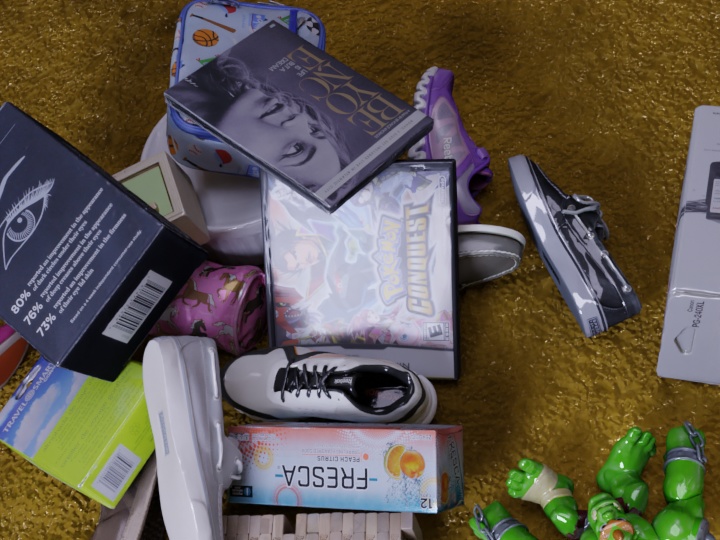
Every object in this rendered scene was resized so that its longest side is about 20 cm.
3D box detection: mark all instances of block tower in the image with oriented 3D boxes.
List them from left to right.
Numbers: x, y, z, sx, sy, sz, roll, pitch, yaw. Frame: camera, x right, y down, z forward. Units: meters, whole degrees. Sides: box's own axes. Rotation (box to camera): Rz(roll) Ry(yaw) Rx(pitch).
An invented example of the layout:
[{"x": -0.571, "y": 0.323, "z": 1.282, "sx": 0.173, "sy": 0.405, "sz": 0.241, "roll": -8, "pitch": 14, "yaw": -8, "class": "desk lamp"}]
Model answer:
[{"x": -0.050, "y": 0.239, "z": 0.980, "sx": 0.198, "sy": 0.054, "sz": 0.058, "roll": -5, "pitch": 56, "yaw": 10, "class": "block tower"}]

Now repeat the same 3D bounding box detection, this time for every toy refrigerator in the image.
[{"x": -0.251, "y": -0.030, "z": 1.099, "sx": 0.199, "sy": 0.070, "sz": 0.076, "roll": -24, "pitch": 64, "yaw": 6, "class": "toy refrigerator"}]

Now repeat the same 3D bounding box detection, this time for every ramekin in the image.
[{"x": -0.118, "y": -0.095, "z": 1.198, "sx": 0.201, "sy": 0.094, "sz": 0.204, "roll": -6, "pitch": 56, "yaw": 8, "class": "ramekin"}]

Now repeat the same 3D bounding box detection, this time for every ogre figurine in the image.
[{"x": 0.198, "y": 0.200, "z": 0.931, "sx": 0.198, "sy": 0.099, "sz": 0.120, "roll": -7, "pitch": 35, "yaw": -10, "class": "ogre figurine"}]

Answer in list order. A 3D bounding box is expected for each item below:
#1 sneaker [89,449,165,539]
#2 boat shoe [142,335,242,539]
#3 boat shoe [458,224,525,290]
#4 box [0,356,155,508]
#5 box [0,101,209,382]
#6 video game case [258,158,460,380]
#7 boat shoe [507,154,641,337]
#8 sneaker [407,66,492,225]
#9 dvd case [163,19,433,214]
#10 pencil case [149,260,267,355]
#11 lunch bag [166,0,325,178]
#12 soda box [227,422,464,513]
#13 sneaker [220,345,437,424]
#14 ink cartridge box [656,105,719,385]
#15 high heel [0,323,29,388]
[{"x": -0.203, "y": 0.176, "z": 1.047, "sx": 0.075, "sy": 0.071, "sz": 0.201, "roll": 5, "pitch": 57, "yaw": 17, "class": "sneaker"}, {"x": -0.132, "y": 0.152, "z": 0.966, "sx": 0.068, "sy": 0.072, "sz": 0.201, "roll": -5, "pitch": 73, "yaw": -30, "class": "boat shoe"}, {"x": 0.059, "y": 0.005, "z": 1.105, "sx": 0.200, "sy": 0.072, "sz": 0.061, "roll": -10, "pitch": 53, "yaw": 14, "class": "boat shoe"}, {"x": -0.251, "y": 0.131, "z": 1.060, "sx": 0.199, "sy": 0.048, "sz": 0.122, "roll": 11, "pitch": 62, "yaw": 50, "class": "box"}, {"x": -0.260, "y": -0.024, "z": 1.006, "sx": 0.200, "sy": 0.104, "sz": 0.148, "roll": 38, "pitch": 89, "yaw": 19, "class": "box"}, {"x": 0.000, "y": 0.000, "z": 1.067, "sx": 0.179, "sy": 0.202, "sz": 0.026, "roll": 0, "pitch": 12, "yaw": 13, "class": "video game case"}, {"x": 0.201, "y": -0.035, "z": 1.096, "sx": 0.068, "sy": 0.074, "sz": 0.200, "roll": -24, "pitch": 55, "yaw": 2, "class": "boat shoe"}, {"x": 0.091, "y": -0.116, "z": 1.181, "sx": 0.088, "sy": 0.081, "sz": 0.201, "roll": 2, "pitch": 62, "yaw": 6, "class": "sneaker"}, {"x": -0.055, "y": -0.144, "z": 1.050, "sx": 0.199, "sy": 0.016, "sz": 0.149, "roll": 35, "pitch": 55, "yaw": 20, "class": "dvd case"}, {"x": -0.182, "y": 0.022, "z": 1.142, "sx": 0.199, "sy": 0.087, "sz": 0.083, "roll": 14, "pitch": 29, "yaw": 21, "class": "pencil case"}, {"x": -0.104, "y": -0.183, "z": 1.135, "sx": 0.159, "sy": 0.076, "sz": 0.201, "roll": 6, "pitch": 54, "yaw": -6, "class": "lunch bag"}, {"x": -0.014, "y": 0.163, "z": 0.980, "sx": 0.199, "sy": 0.063, "sz": 0.069, "roll": -2, "pitch": 86, "yaw": 27, "class": "soda box"}, {"x": -0.033, "y": 0.098, "z": 1.032, "sx": 0.198, "sy": 0.080, "sz": 0.074, "roll": 2, "pitch": 74, "yaw": 9, "class": "sneaker"}, {"x": 0.316, "y": -0.018, "z": 1.016, "sx": 0.083, "sy": 0.146, "sz": 0.201, "roll": 8, "pitch": 58, "yaw": 15, "class": "ink cartridge box"}, {"x": -0.416, "y": 0.102, "z": 1.144, "sx": 0.096, "sy": 0.068, "sz": 0.200, "roll": 39, "pitch": 75, "yaw": 20, "class": "high heel"}]
